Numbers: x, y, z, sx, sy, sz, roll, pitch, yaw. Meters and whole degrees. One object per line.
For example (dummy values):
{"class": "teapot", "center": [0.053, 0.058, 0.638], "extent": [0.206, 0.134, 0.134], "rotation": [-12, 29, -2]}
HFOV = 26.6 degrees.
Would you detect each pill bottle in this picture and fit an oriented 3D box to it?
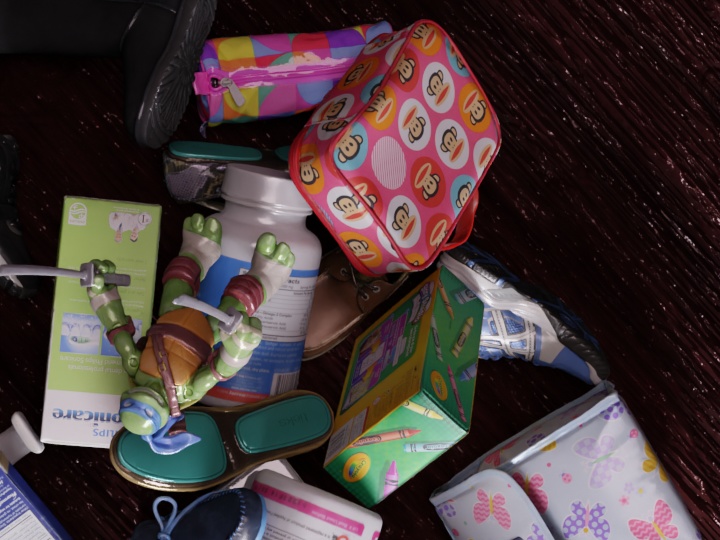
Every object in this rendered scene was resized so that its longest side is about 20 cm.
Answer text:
{"class": "pill bottle", "center": [-0.067, 0.274, 1.236], "extent": [0.112, 0.113, 0.202], "rotation": [23, 81, -8]}
{"class": "pill bottle", "center": [-0.095, 0.014, 1.324], "extent": [0.111, 0.112, 0.203], "rotation": [9, 97, -10]}

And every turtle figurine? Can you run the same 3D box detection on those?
{"class": "turtle figurine", "center": [-0.134, 0.017, 1.164], "extent": [0.201, 0.143, 0.194], "rotation": [61, 36, -24]}

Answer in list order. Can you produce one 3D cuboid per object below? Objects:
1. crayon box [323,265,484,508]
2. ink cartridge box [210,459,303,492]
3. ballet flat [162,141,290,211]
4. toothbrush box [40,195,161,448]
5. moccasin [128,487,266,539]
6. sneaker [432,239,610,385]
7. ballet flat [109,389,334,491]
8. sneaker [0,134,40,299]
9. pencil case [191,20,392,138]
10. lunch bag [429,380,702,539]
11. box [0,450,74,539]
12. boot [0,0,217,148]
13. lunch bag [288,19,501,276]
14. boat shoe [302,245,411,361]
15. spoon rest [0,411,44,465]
{"class": "crayon box", "center": [0.041, 0.095, 1.303], "extent": [0.058, 0.201, 0.119], "rotation": [41, 118, -15]}
{"class": "ink cartridge box", "center": [-0.075, 0.277, 1.335], "extent": [0.145, 0.084, 0.201], "rotation": [-36, 92, -12]}
{"class": "ballet flat", "center": [-0.082, -0.084, 1.391], "extent": [0.198, 0.072, 0.073], "rotation": [-1, 84, -12]}
{"class": "toothbrush box", "center": [-0.222, 0.049, 1.299], "extent": [0.085, 0.146, 0.203], "rotation": [4, 84, -10]}
{"class": "moccasin", "center": [-0.158, 0.235, 1.219], "extent": [0.068, 0.081, 0.200], "rotation": [32, 119, -33]}
{"class": "sneaker", "center": [0.145, 0.052, 1.422], "extent": [0.199, 0.076, 0.077], "rotation": [33, 106, -9]}
{"class": "ballet flat", "center": [-0.116, 0.145, 1.248], "extent": [0.198, 0.063, 0.069], "rotation": [-6, 74, -28]}
{"class": "sneaker", "center": [-0.324, -0.074, 1.331], "extent": [0.087, 0.076, 0.201], "rotation": [-34, 91, -19]}
{"class": "pencil case", "center": [-0.061, -0.179, 1.390], "extent": [0.198, 0.088, 0.090], "rotation": [-10, 86, -13]}
{"class": "lunch bag", "center": [0.186, 0.224, 1.372], "extent": [0.199, 0.127, 0.171], "rotation": [-30, 90, 8]}
{"class": "box", "center": [-0.293, 0.264, 1.287], "extent": [0.121, 0.032, 0.201], "rotation": [-34, 110, 0]}
{"class": "boot", "center": [-0.241, -0.193, 1.320], "extent": [0.198, 0.066, 0.166], "rotation": [12, 62, 13]}
{"class": "lunch bag", "center": [0.043, -0.097, 1.320], "extent": [0.177, 0.081, 0.201], "rotation": [52, 53, -24]}
{"class": "boat shoe", "center": [0.000, 0.000, 1.389], "extent": [0.072, 0.068, 0.200], "rotation": [44, 78, -5]}
{"class": "spoon rest", "center": [-0.356, 0.191, 1.305], "extent": [0.199, 0.061, 0.100], "rotation": [-34, 90, 3]}
